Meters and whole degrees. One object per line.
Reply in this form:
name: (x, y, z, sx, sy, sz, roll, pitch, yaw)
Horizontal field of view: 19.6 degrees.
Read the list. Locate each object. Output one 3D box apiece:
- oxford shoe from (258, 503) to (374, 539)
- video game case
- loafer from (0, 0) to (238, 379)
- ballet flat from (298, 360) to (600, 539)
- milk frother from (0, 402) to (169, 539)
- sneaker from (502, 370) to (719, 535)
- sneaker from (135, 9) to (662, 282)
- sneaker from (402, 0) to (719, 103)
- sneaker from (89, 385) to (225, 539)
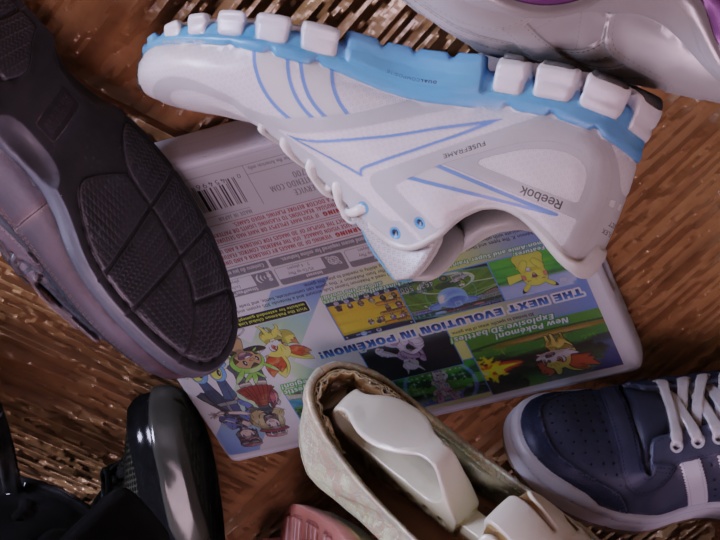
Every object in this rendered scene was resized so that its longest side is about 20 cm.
oxford shoe: (-0.004, 0.147, 0.971, 0.074, 0.071, 0.200, 5, 171, -12)
video game case: (0.000, 0.000, 0.891, 0.200, 0.022, 0.182, -14, 133, 16)
loafer: (-0.125, -0.037, 0.819, 0.063, 0.072, 0.200, -21, 113, 41)
ballet flat: (0.045, 0.106, 0.866, 0.200, 0.067, 0.062, 33, 150, 29)
milk frother: (-0.202, 0.135, 0.878, 0.200, 0.188, 0.181, 34, 120, 6)
sneaker: (0.167, 0.064, 0.903, 0.200, 0.070, 0.109, 11, 140, -24)
sneaker: (0.004, -0.042, 0.766, 0.200, 0.087, 0.075, 12, 179, 19)
sneaker: (0.092, -0.106, 0.758, 0.200, 0.075, 0.100, 15, 172, -28)
sneaker: (-0.120, 0.132, 0.991, 0.114, 0.076, 0.200, -2, 141, -4)
